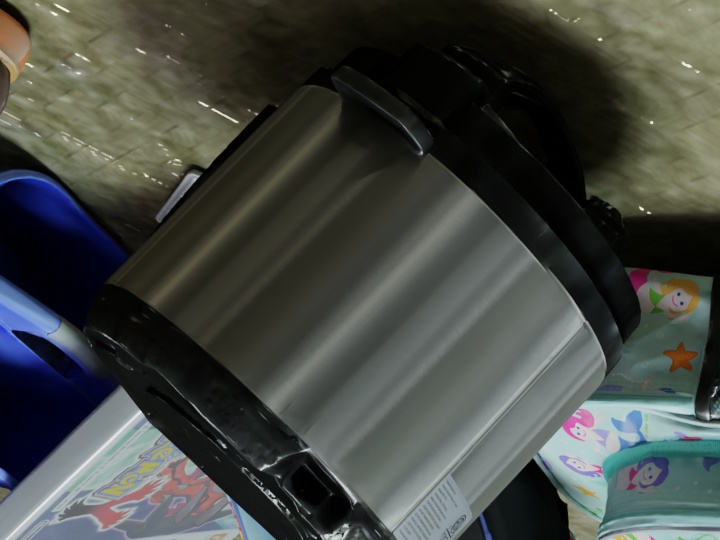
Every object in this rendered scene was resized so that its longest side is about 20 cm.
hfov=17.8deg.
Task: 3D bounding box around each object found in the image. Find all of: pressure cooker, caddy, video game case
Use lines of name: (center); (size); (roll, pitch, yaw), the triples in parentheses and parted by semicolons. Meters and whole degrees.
pressure cooker: (0.014, 0.011, 0.920); (0.179, 0.200, 0.176); (46, 169, -8)
caddy: (-0.176, 0.033, 1.149); (0.105, 0.142, 0.200); (7, 156, 29)
video game case: (-0.079, 0.090, 1.155); (0.182, 0.023, 0.200); (1, 144, -49)

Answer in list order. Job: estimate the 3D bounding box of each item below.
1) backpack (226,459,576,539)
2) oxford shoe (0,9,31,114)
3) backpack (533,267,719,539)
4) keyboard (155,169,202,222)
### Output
backpack: (0.032, 0.127, 1.111); (0.134, 0.183, 0.200); (-19, 177, 11)
oxford shoe: (-0.233, -0.074, 1.030); (0.200, 0.073, 0.071); (-7, 148, 44)
backpack: (0.173, 0.076, 1.022); (0.200, 0.151, 0.178); (10, 158, 27)
keyboard: (0.000, 0.000, 1.123); (0.200, 0.011, 0.056); (22, 156, -14)
